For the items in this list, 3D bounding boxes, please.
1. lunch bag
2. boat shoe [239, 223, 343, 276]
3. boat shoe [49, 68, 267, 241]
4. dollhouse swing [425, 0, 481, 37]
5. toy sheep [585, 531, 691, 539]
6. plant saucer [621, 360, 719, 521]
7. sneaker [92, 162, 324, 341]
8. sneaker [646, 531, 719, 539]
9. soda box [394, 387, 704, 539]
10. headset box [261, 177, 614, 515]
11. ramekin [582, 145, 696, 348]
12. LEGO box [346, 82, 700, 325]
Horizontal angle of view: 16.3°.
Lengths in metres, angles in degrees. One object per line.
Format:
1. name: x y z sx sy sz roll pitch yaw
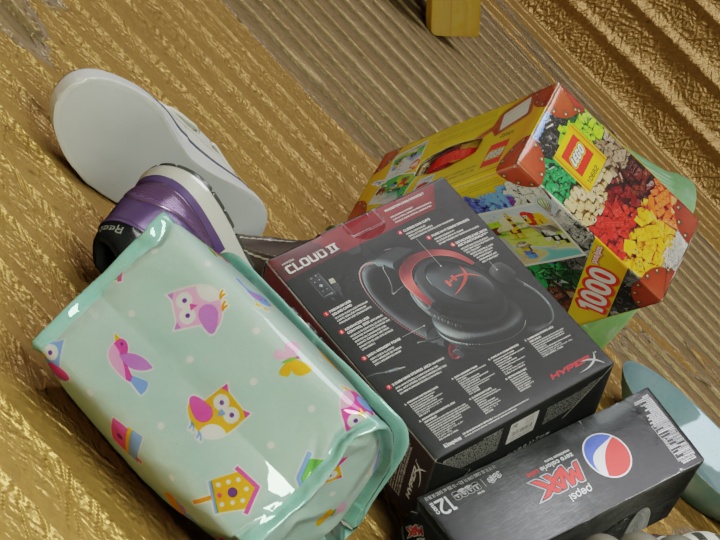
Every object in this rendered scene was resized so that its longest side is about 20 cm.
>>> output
1. lunch bag: -0.068 0.074 1.361 0.170 0.122 0.200 44 -4 13
2. boat shoe: 0.000 0.000 1.707 0.200 0.060 0.072 13 20 -5
3. boat shoe: -0.140 -0.081 1.680 0.200 0.072 0.066 32 15 -42
4. dollhouse swing: 0.022 -0.368 2.953 0.200 0.175 0.182 56 -23 37
5. toy sheep: 0.148 0.220 1.477 0.138 0.200 0.138 166 -90 -76
6. plant saucer: 0.292 0.166 2.231 0.201 0.039 0.201 40 16 -14
7. sneaker: -0.093 0.040 1.520 0.200 0.076 0.088 53 47 -15
8. sneaker: 0.217 0.254 1.610 0.115 0.076 0.200 8 -66 64
9. soda box: 0.116 0.147 1.558 0.200 0.071 0.063 -21 61 -34
10. headset box: 0.038 0.040 1.595 0.148 0.075 0.200 -27 61 -29
11. ramekin: 0.191 -0.022 2.175 0.098 0.200 0.200 34 16 -10
12. LEGO box: 0.111 -0.032 1.746 0.149 0.200 0.077 41 58 -20
